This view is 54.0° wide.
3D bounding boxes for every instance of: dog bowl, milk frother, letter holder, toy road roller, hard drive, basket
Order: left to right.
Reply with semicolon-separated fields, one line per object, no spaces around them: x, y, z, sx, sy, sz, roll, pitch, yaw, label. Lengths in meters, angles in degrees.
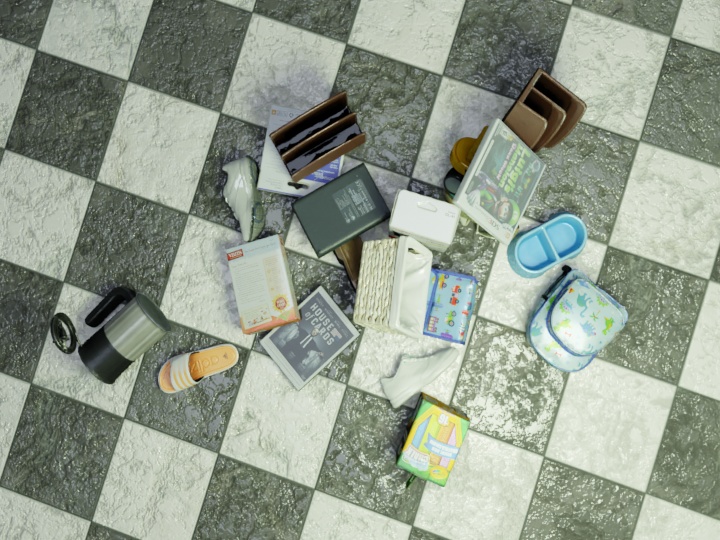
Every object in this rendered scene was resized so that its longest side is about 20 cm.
-0.569;0.130;1.604;0.187;0.200;0.181;-41;82;0;milk frother
-0.093;-0.299;1.583;0.197;0.142;0.102;-30;88;-1;letter holder
-0.045;-0.138;1.625;0.197;0.033;0.142;-29;82;-4;hard drive
0.071;0.038;1.572;0.120;0.135;0.206;2;76;31;basket
0.290;-0.224;1.577;0.197;0.147;0.124;32;55;6;toy road roller
0.387;-0.316;1.555;0.141;0.200;0.102;36;71;2;letter holder
0.435;-0.060;1.634;0.196;0.050;0.114;-28;87;2;dog bowl

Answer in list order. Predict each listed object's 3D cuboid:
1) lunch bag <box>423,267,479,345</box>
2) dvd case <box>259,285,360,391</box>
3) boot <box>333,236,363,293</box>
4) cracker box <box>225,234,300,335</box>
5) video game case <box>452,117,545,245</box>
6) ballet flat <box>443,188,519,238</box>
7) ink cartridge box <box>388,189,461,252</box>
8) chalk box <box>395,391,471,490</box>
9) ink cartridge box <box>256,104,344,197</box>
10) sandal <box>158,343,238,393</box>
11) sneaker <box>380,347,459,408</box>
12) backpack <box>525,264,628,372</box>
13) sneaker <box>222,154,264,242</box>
0.160;0.073;1.635;0.195;0.094;0.155;13;87;17;lunch bag
-0.119;0.159;1.666;0.199;0.025;0.151;-42;86;1;dvd case
0.000;0.000;1.647;0.074;0.074;0.204;-25;85;-8;boot
-0.226;0.034;1.648;0.130;0.058;0.206;-14;81;5;cracker box
0.300;-0.187;1.508;0.180;0.023;0.204;32;81;-32;video game case
0.272;-0.123;1.642;0.196;0.071;0.072;27;89;6;ballet flat
0.138;-0.107;1.575;0.144;0.200;0.088;16;88;4;ink cartridge box
0.154;0.400;1.594;0.121;0.125;0.205;22;90;4;chalk box
-0.134;-0.274;1.675;0.192;0.047;0.206;10;90;1;ink cartridge box
-0.388;0.223;1.659;0.202;0.059;0.081;-23;87;2;sandal
0.134;0.225;1.631;0.198;0.075;0.089;-36;75;2;sneaker
0.472;0.120;1.577;0.182;0.147;0.201;41;93;6;backpack
-0.278;-0.165;1.673;0.085;0.074;0.206;-9;81;14;sneaker
